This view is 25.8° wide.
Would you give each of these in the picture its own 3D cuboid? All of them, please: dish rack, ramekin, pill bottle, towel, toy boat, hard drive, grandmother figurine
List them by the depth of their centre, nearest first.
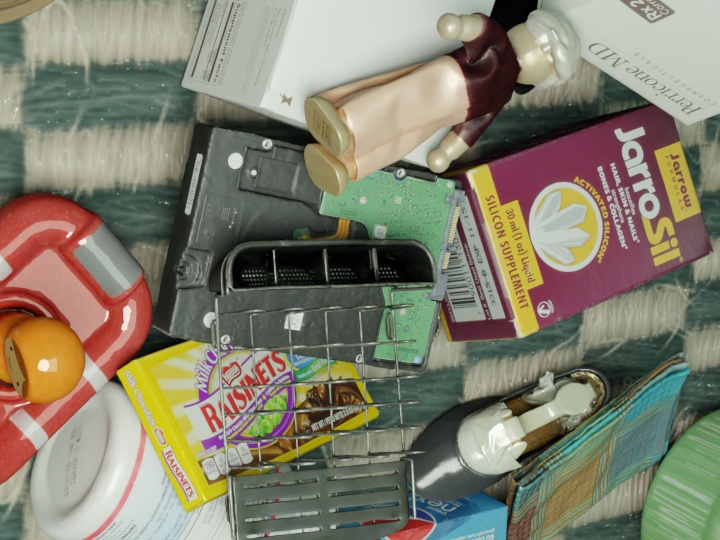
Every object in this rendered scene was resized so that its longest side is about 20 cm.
[{"bbox_3d":[-0.210,0.050,0.960,0.200,0.131,0.131,-46,115,-17],"label":"toy boat"},{"bbox_3d":[-0.022,0.082,1.004,0.153,0.055,0.200,-2,85,-30],"label":"dish rack"},{"bbox_3d":[0.059,-0.119,1.009,0.200,0.061,0.121,-25,152,-23],"label":"grandmother figurine"},{"bbox_3d":[-0.031,-0.012,1.053,0.200,0.038,0.140,9,96,-30],"label":"hard drive"},{"bbox_3d":[-0.116,0.155,1.077,0.200,0.109,0.109,27,87,-37],"label":"pill bottle"},{"bbox_3d":[0.194,0.164,1.311,0.200,0.022,0.147,-32,147,-26],"label":"towel"},{"bbox_3d":[0.344,0.220,1.412,0.200,0.098,0.200,-17,118,-35],"label":"ramekin"}]

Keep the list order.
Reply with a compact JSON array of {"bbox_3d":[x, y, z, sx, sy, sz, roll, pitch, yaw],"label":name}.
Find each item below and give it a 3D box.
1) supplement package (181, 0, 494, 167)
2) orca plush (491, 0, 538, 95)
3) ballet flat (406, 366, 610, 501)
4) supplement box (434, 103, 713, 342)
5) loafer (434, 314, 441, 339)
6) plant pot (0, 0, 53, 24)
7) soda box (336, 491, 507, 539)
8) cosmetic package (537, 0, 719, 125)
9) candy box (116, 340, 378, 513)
[{"bbox_3d":[-0.003,-0.189,1.059,0.156,0.111,0.200,16,94,-37],"label":"supplement package"},{"bbox_3d":[0.142,-0.187,1.186,0.200,0.071,0.105,-35,120,-22],"label":"orca plush"},{"bbox_3d":[0.125,0.124,1.258,0.200,0.073,0.073,-19,113,-31],"label":"ballet flat"},{"bbox_3d":[0.151,-0.037,1.196,0.200,0.103,0.131,-22,96,-29],"label":"supplement box"},{"bbox_3d":[0.000,0.000,1.138,0.073,0.071,0.200,-50,125,-13],"label":"loafer"},{"bbox_3d":[-0.218,-0.238,0.907,0.201,0.093,0.201,-11,110,-33],"label":"plant pot"},{"bbox_3d":[0.017,0.220,1.216,0.200,0.064,0.068,-7,107,-34],"label":"soda box"},{"bbox_3d":[0.252,-0.228,1.069,0.165,0.200,0.165,26,61,-31],"label":"cosmetic package"},{"bbox_3d":[-0.071,0.085,1.066,0.200,0.026,0.102,-20,78,-54],"label":"candy box"}]
